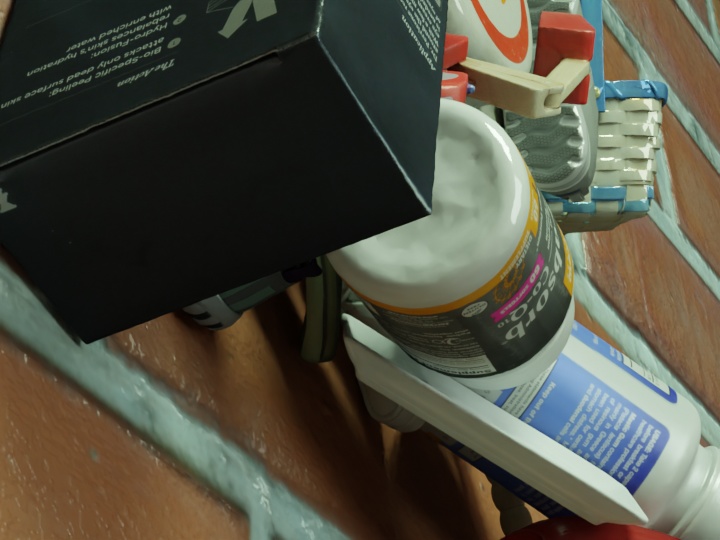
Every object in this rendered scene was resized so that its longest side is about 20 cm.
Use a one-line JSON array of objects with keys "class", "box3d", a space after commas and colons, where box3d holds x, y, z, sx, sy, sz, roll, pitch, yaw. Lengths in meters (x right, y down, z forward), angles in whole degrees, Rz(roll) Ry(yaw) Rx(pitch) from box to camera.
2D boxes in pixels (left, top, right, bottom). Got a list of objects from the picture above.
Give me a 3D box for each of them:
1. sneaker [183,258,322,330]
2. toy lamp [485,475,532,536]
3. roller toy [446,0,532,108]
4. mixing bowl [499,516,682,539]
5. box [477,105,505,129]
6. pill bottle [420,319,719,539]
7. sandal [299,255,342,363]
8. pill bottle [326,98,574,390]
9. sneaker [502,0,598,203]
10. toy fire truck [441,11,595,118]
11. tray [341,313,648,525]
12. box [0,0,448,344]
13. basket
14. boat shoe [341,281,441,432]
[{"class": "sneaker", "box3d": [-0.062, -0.066, 1.264, 0.074, 0.087, 0.200, 37, 38, -53]}, {"class": "toy lamp", "box3d": [0.100, 0.158, 1.488, 0.058, 0.058, 0.201, 17, 56, -63]}, {"class": "roller toy", "box3d": [0.030, -0.187, 1.511, 0.182, 0.139, 0.201, 38, 39, -57]}, {"class": "mixing bowl", "box3d": [0.115, 0.217, 1.325, 0.108, 0.200, 0.200, 37, 33, -19]}, {"class": "box", "box3d": [0.064, -0.067, 1.577, 0.068, 0.082, 0.200, 47, 31, -42]}, {"class": "pill bottle", "box3d": [0.140, 0.103, 1.431, 0.200, 0.112, 0.112, 35, 29, -6]}, {"class": "sandal", "box3d": [-0.037, -0.046, 1.315, 0.080, 0.057, 0.202, -61, 153, -81]}, {"class": "pill bottle", "box3d": [0.055, -0.007, 1.267, 0.200, 0.116, 0.117, 50, 26, -65]}, {"class": "sneaker", "box3d": [0.126, -0.139, 1.607, 0.082, 0.075, 0.201, 47, 38, -63]}, {"class": "toy fire truck", "box3d": [0.069, -0.111, 1.358, 0.200, 0.141, 0.049, -80, 177, -69]}, {"class": "tray", "box3d": [0.070, 0.090, 1.316, 0.200, 0.022, 0.107, 32, 3, -4]}, {"class": "box", "box3d": [-0.070, -0.095, 1.126, 0.118, 0.196, 0.200, 55, 25, -33]}, {"class": "basket", "box3d": [0.155, -0.130, 1.716, 0.176, 0.139, 0.201, 130, -39, -80]}, {"class": "boat shoe", "box3d": [0.000, 0.000, 1.396, 0.069, 0.071, 0.201, 1, 75, -39]}]
